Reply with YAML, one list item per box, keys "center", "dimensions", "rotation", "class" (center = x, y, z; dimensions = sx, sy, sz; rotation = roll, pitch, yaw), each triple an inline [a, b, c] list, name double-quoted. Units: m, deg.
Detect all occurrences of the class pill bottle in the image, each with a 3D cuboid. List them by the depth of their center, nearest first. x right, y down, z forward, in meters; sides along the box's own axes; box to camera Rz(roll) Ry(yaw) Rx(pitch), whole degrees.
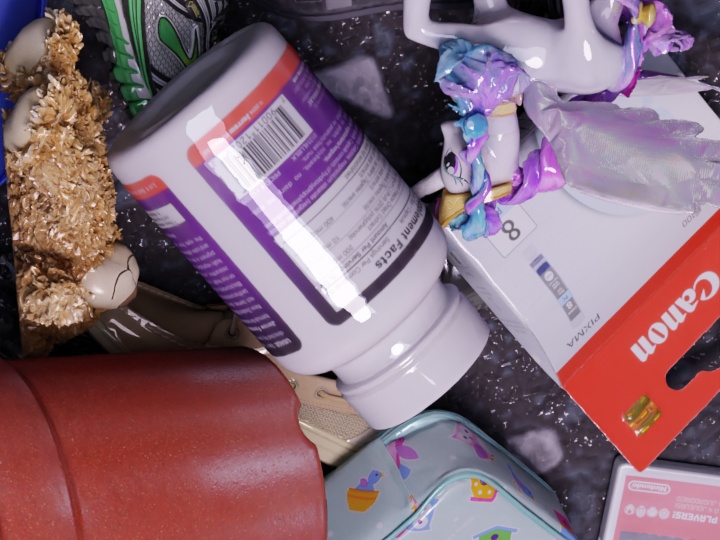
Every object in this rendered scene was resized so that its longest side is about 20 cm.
- center: [-0.026, -0.018, 1.388]
  dimensions: [0.111, 0.111, 0.200]
  rotation: [-38, 105, 9]
  class: "pill bottle"

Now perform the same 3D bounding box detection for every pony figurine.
- center: [0.108, -0.108, 1.382]
  dimensions: [0.193, 0.167, 0.200]
  rotation: [1, 113, 11]
  class: "pony figurine"

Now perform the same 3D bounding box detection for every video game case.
- center: [0.203, 0.213, 1.621]
  dimensions: [0.143, 0.017, 0.200]
  rotation: [8, 108, -6]
  class: "video game case"

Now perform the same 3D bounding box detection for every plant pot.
- center: [-0.134, 0.125, 1.393]
  dimensions: [0.195, 0.201, 0.201]
  rotation: [-8, 111, -28]
  class: "plant pot"

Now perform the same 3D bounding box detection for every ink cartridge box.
- center: [0.153, -0.010, 1.499]
  dimensions: [0.160, 0.047, 0.200]
  rotation: [-44, 105, -12]
  class: "ink cartridge box"

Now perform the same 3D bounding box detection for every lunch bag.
- center: [0.021, 0.182, 1.550]
  dimensions: [0.200, 0.077, 0.160]
  rotation: [-41, 134, 13]
  class: "lunch bag"

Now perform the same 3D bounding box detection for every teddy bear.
- center: [-0.150, -0.040, 1.398]
  dimensions: [0.067, 0.145, 0.200]
  rotation: [-4, 119, -5]
  class: "teddy bear"

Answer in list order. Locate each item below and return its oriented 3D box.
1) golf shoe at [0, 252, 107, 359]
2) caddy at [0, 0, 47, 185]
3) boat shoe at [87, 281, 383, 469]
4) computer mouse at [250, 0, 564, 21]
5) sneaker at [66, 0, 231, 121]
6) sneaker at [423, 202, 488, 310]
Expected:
- center: [-0.160, 0.076, 1.534]
  dimensions: [0.200, 0.078, 0.094]
  rotation: [39, 121, -13]
  class: "golf shoe"
- center: [-0.240, -0.126, 1.437]
  dimensions: [0.141, 0.105, 0.201]
  rotation: [12, 109, 18]
  class: "caddy"
- center: [-0.064, 0.043, 1.519]
  dimensions: [0.200, 0.071, 0.065]
  rotation: [26, 114, -21]
  class: "boat shoe"
- center: [0.025, -0.178, 1.452]
  dimensions: [0.199, 0.053, 0.139]
  rotation: [2, 122, 4]
  class: "computer mouse"
- center: [-0.095, -0.131, 1.430]
  dimensions: [0.085, 0.078, 0.200]
  rotation: [-16, 131, 15]
  class: "sneaker"
- center: [0.000, 0.000, 1.498]
  dimensions: [0.199, 0.091, 0.067]
  rotation: [8, 109, -6]
  class: "sneaker"
